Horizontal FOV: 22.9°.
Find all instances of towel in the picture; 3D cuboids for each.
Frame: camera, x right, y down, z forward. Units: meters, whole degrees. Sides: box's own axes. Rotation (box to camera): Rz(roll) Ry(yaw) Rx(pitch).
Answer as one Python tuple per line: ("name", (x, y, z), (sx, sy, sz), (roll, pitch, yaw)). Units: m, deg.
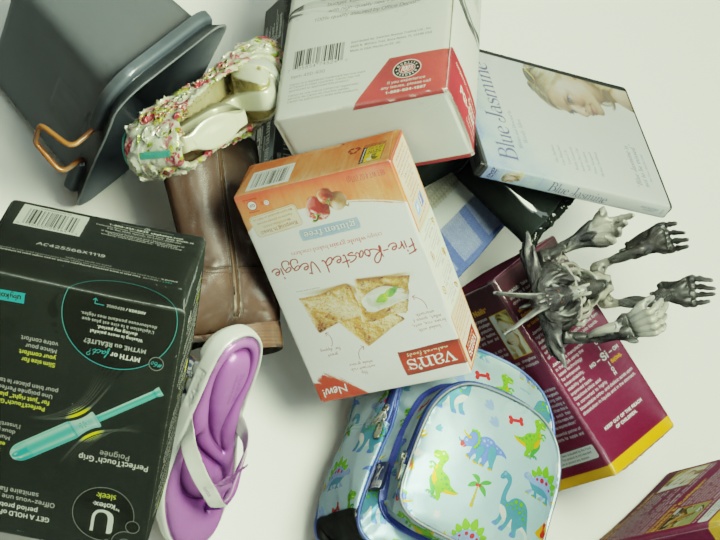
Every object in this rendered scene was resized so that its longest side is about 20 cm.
("towel", (0.040, -0.089, 1.530), (0.200, 0.024, 0.147), (50, 57, -10))

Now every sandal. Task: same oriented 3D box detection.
("sandal", (-0.113, 0.140, 1.378), (0.082, 0.050, 0.204), (-16, 127, -44))

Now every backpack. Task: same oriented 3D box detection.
("backpack", (0.079, 0.164, 1.482), (0.182, 0.147, 0.201), (27, 61, -21))

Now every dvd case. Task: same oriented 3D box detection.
("dvd case", (0.163, -0.119, 1.498), (0.199, 0.018, 0.143), (10, 48, -30))

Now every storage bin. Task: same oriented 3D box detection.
("storage bin", (-0.218, -0.161, 1.406), (0.134, 0.200, 0.146), (45, 60, 4))

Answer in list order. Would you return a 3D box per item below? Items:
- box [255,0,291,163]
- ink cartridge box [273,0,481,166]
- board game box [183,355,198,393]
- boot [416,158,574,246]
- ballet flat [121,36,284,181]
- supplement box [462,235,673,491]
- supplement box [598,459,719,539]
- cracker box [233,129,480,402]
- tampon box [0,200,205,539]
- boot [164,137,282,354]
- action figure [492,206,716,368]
("box", (-0.011, -0.127, 1.565), (0.157, 0.050, 0.201), (11, 72, -24))
("ink cartridge box", (0.019, -0.179, 1.439), (0.083, 0.146, 0.201), (61, 27, -46))
("board game box", (-0.221, 0.091, 1.406), (0.200, 0.046, 0.152), (43, 61, -10))
("boot", (0.096, -0.081, 1.505), (0.162, 0.073, 0.199), (42, 52, -11))
("ballet flat", (-0.104, -0.124, 1.395), (0.200, 0.064, 0.076), (-43, 126, -41))
("supplement box", (0.169, 0.085, 1.570), (0.086, 0.110, 0.201), (-34, 92, -32))
("supplement box", (0.316, 0.236, 1.550), (0.131, 0.200, 0.103), (-37, 94, -30))
("cracker box", (0.000, 0.000, 1.407), (0.058, 0.133, 0.201), (-71, 143, -56))
("tampon box", (-0.201, 0.076, 1.259), (0.149, 0.126, 0.201), (12, 114, -2))
("boot", (-0.148, -0.032, 1.411), (0.186, 0.064, 0.201), (4, 74, -44))
("action figure", (0.208, 0.007, 1.493), (0.199, 0.102, 0.119), (-15, 82, -39))
